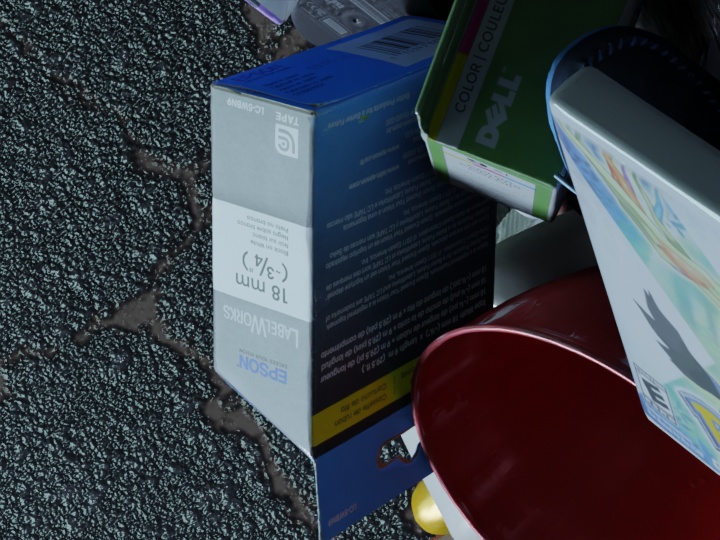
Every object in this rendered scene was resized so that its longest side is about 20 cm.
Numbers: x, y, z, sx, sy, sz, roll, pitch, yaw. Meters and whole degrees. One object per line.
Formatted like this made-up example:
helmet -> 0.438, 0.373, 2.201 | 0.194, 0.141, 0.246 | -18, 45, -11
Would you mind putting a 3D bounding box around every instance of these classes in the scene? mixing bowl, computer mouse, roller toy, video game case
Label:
mixing bowl -> 0.132, 0.068, 0.921 | 0.200, 0.108, 0.201 | 32, 149, 22
computer mouse -> 0.041, -0.143, 0.961 | 0.059, 0.199, 0.034 | 36, -124, -36
roller toy -> 0.109, 0.064, 1.098 | 0.183, 0.199, 0.140 | 75, 169, -73
video game case -> 0.147, 0.045, 0.653 | 0.200, 0.022, 0.183 | 41, 164, 38

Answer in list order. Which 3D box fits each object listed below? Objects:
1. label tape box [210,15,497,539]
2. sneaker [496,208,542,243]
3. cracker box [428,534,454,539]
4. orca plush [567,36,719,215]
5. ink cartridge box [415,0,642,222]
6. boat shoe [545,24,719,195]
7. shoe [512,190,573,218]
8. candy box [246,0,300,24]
label tape box -> 0.000, 0.000, 0.947 | 0.144, 0.063, 0.201 | -26, -57, -48
sneaker -> 0.146, -0.009, 1.398 | 0.105, 0.075, 0.200 | 44, -162, -4
cracker box -> 0.155, 0.176, 1.219 | 0.058, 0.199, 0.134 | -115, 0, -52
orca plush -> 0.128, -0.031, 0.905 | 0.200, 0.071, 0.106 | 35, -148, -88
ink cartridge box -> 0.070, -0.084, 0.825 | 0.059, 0.104, 0.200 | 22, 178, 6
boat shoe -> 0.143, -0.005, 0.759 | 0.200, 0.084, 0.069 | 49, -175, -16
shoe -> 0.123, -0.056, 1.219 | 0.091, 0.072, 0.200 | 35, -176, 31
candy box -> -0.114, -0.212, 0.933 | 0.200, 0.072, 0.168 | 39, -176, 22
